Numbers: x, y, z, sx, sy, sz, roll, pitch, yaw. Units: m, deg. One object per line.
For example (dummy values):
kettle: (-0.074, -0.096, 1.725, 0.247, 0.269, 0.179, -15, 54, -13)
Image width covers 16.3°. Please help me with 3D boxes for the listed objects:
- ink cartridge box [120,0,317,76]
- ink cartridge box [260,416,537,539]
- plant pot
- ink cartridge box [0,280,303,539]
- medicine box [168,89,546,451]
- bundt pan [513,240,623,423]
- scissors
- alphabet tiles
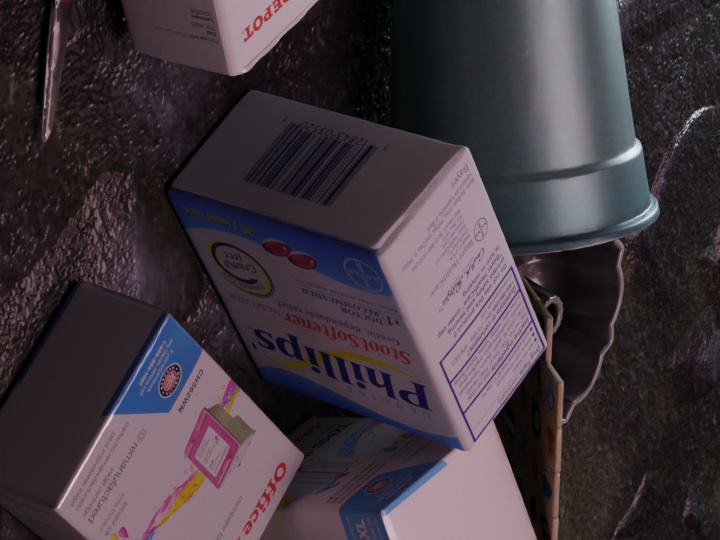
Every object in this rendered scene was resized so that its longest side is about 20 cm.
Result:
ink cartridge box: (-0.085, -0.240, 1.504, 0.145, 0.084, 0.200, -48, 141, -38)
ink cartridge box: (0.000, 0.184, 1.729, 0.129, 0.200, 0.125, -36, 114, -41)
plant pot: (0.102, -0.130, 1.743, 0.200, 0.200, 0.196, -22, 112, -48)
ink cartridge box: (-0.137, 0.123, 1.597, 0.145, 0.085, 0.200, -61, 144, -17)
medicine box: (0.000, 0.000, 1.648, 0.103, 0.182, 0.200, -51, 139, -27)
bundt pan: (0.115, 0.026, 1.904, 0.202, 0.076, 0.202, -25, 123, -45)
scissors: (-0.178, -0.178, 1.483, 0.073, 0.014, 0.200, 19, 89, -57)
alphabet tiles: (0.116, 0.106, 1.761, 0.006, 0.166, 0.200, -4, 112, -11)
